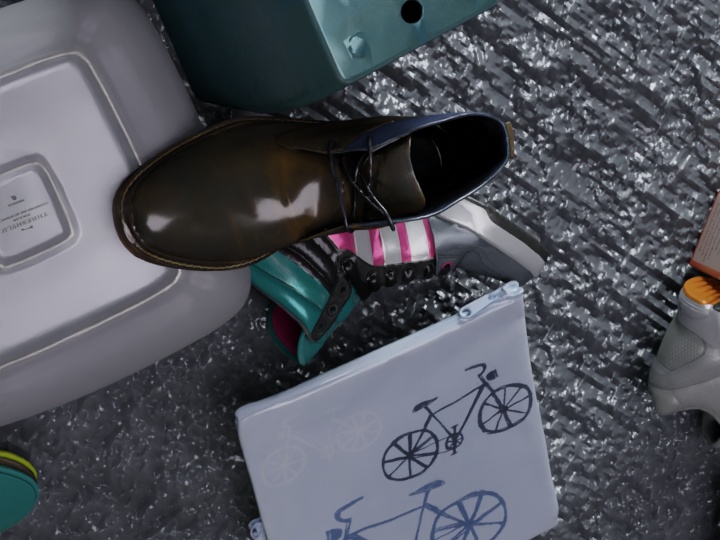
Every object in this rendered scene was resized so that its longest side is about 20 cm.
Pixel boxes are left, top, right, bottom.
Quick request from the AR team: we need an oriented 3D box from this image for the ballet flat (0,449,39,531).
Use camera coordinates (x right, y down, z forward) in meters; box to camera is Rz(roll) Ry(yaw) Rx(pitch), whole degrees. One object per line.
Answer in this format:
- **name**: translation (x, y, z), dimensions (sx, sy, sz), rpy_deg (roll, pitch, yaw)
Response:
- **ballet flat**: translation (-0.250, 0.107, 0.940), dimensions (0.199, 0.067, 0.067), rpy_deg (-4, 133, -55)

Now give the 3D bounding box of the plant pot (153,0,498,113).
- **plant pot**: translation (-0.020, -0.163, 0.907), dimensions (0.141, 0.200, 0.142), rpy_deg (-29, 112, -13)

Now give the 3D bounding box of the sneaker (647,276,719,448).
- **sneaker**: translation (0.262, 0.077, 1.153), dimensions (0.199, 0.076, 0.093), rpy_deg (23, 108, -22)

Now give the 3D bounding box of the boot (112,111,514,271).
- **boot**: translation (-0.019, -0.049, 0.893), dimensions (0.199, 0.097, 0.075), rpy_deg (-15, 91, -38)

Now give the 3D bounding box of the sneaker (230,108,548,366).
- **sneaker**: translation (0.000, 0.000, 1.015), dimensions (0.199, 0.084, 0.122), rpy_deg (23, 89, -16)

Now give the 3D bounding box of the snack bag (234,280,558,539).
- **snack bag**: translation (0.021, 0.115, 1.056), dimensions (0.187, 0.021, 0.201), rpy_deg (-23, 129, -13)

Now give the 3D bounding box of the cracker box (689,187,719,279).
- **cracker box**: translation (0.302, 0.015, 1.074), dimensions (0.133, 0.200, 0.058), rpy_deg (19, 96, -23)

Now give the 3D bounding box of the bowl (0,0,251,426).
- **bowl**: translation (-0.169, -0.029, 0.917), dimensions (0.198, 0.075, 0.201), rpy_deg (-23, 96, -3)
